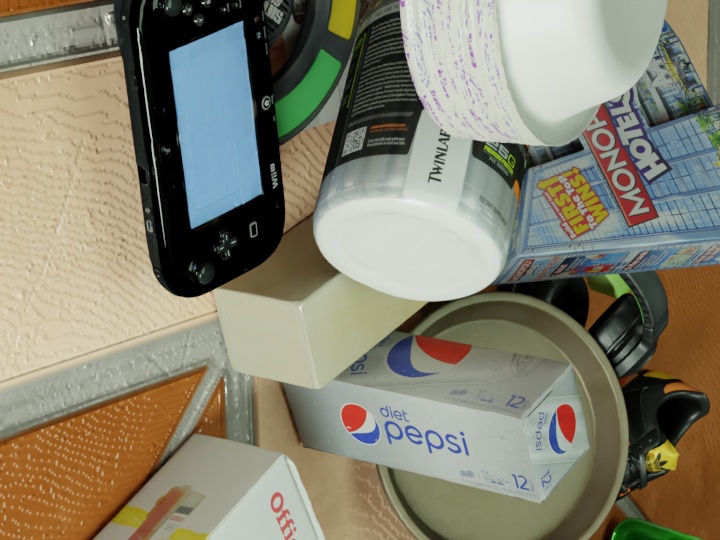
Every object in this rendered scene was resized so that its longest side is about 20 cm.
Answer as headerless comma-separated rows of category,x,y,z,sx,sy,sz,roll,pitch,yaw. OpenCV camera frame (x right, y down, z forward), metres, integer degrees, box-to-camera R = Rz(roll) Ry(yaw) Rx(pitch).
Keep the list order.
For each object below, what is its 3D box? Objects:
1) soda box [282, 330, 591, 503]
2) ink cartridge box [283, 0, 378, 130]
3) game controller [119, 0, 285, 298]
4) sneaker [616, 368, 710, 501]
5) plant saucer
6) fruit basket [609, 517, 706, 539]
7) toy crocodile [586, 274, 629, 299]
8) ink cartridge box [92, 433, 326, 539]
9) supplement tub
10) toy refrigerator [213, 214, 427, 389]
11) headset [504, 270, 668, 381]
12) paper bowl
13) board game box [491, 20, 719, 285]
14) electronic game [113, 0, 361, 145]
soda box,0.046,0.087,1.472,0.063,0.200,0.068,-42,127,-38
ink cartridge box,0.020,-0.194,1.518,0.200,0.050,0.161,-19,113,-28
game controller,-0.090,-0.086,1.338,0.104,0.042,0.200,-23,120,-35
sneaker,0.195,0.145,1.765,0.200,0.090,0.070,-47,131,-36
plant saucer,0.097,0.115,1.615,0.200,0.029,0.201,2,84,-22
fruit basket,0.224,0.298,1.807,0.216,0.155,0.216,16,90,-69
toy crocodile,0.159,-0.066,1.694,0.062,0.067,0.200,-29,120,-23
ink cartridge box,-0.109,0.220,1.399,0.200,0.083,0.145,-46,132,-36
supplement tub,0.047,-0.093,1.425,0.123,0.122,0.200,48,45,-45
toy refrigerator,0.000,0.000,1.497,0.200,0.076,0.070,-37,126,-42
headset,0.157,0.049,1.680,0.094,0.123,0.200,-49,153,-32
paper bowl,0.107,-0.171,1.296,0.201,0.104,0.201,-23,117,-59
board game box,0.163,-0.075,1.589,0.200,0.062,0.200,-19,76,-22
electronic game,-0.071,-0.169,1.386,0.200,0.042,0.201,-13,107,-46
